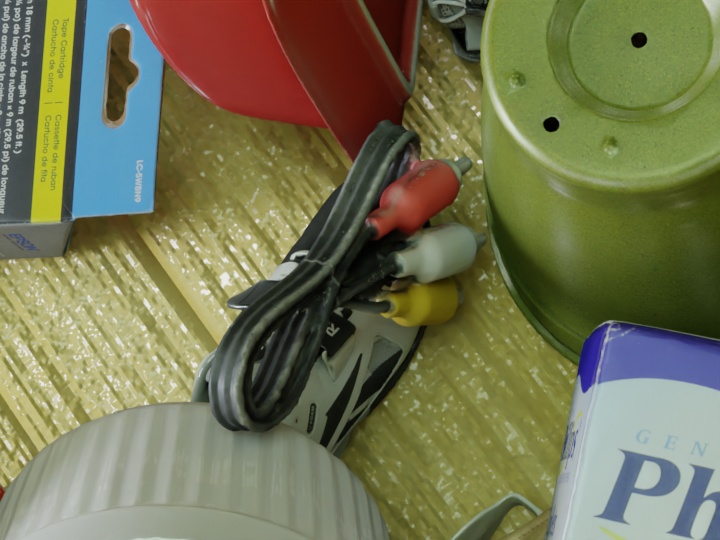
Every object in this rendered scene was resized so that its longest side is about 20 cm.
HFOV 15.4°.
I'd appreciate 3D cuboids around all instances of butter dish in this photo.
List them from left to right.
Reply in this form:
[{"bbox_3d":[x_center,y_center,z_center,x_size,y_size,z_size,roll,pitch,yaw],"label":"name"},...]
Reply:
[{"bbox_3d":[-0.056,-0.157,1.200,0.147,0.200,0.201,-2,64,17],"label":"butter dish"}]

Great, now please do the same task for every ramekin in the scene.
[{"bbox_3d":[-0.073,0.149,1.126,0.199,0.201,0.105,-11,37,11],"label":"ramekin"}]

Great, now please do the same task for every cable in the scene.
[{"bbox_3d":[0.000,0.000,1.135,0.050,0.200,0.098,9,113,22],"label":"cable"}]

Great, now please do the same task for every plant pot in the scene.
[{"bbox_3d":[0.132,-0.065,1.134,0.199,0.193,0.201,-4,73,14],"label":"plant pot"}]

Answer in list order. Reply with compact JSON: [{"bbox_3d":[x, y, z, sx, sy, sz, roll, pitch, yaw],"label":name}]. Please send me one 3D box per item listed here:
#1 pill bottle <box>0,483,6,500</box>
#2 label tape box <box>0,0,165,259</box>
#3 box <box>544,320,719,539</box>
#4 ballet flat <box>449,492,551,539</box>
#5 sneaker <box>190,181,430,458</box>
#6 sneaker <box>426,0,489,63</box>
[{"bbox_3d":[-0.216,0.121,1.166,0.112,0.200,0.113,-4,73,14],"label":"pill bottle"},{"bbox_3d":[-0.180,-0.080,1.291,0.199,0.063,0.145,-2,73,15],"label":"label tape box"},{"bbox_3d":[0.161,0.136,1.062,0.183,0.105,0.201,12,84,3],"label":"box"},{"bbox_3d":[0.093,0.111,1.162,0.200,0.069,0.063,-33,53,2],"label":"ballet flat"},{"bbox_3d":[-0.028,0.040,1.203,0.074,0.089,0.201,20,78,21],"label":"sneaker"},{"bbox_3d":[0.065,-0.138,1.179,0.074,0.200,0.082,11,86,6],"label":"sneaker"}]
